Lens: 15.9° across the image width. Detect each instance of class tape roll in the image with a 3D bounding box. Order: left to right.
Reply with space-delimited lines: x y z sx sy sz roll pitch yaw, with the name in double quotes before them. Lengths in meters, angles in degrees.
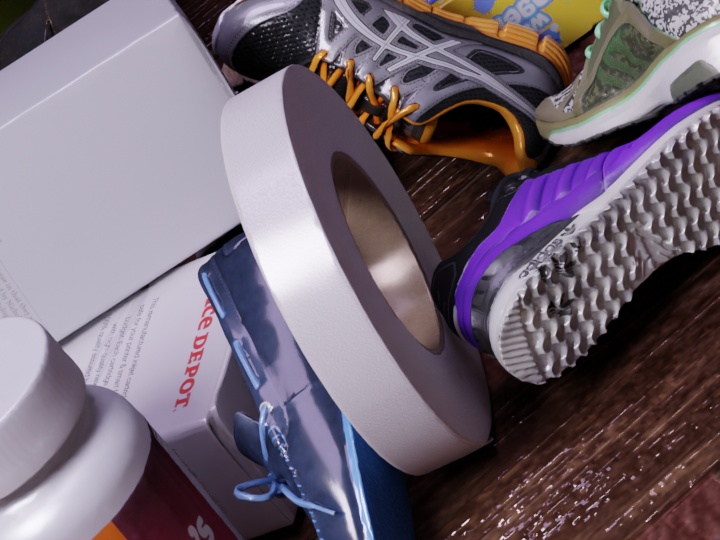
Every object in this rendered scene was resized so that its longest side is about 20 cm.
"tape roll" 0.000 0.000 1.214 0.037 0.203 0.203 -27 32 13

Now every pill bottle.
"pill bottle" -0.123 0.123 1.168 0.109 0.200 0.110 -26 32 17

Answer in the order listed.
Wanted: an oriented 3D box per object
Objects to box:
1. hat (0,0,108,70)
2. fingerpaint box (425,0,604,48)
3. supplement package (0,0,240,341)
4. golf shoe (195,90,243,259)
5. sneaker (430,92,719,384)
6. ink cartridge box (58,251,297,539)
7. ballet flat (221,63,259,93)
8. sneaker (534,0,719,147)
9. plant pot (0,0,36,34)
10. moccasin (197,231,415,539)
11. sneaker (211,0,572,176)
"hat" -0.166 -0.092 1.606 0.200 0.080 0.202 -25 58 47
"fingerpaint box" 0.084 -0.189 1.510 0.199 0.074 0.167 -35 30 4
"supplement package" -0.156 -0.049 1.368 0.199 0.118 0.117 -32 20 0
"golf shoe" -0.077 -0.048 1.485 0.097 0.078 0.200 -51 32 -13
"sneaker" 0.113 -0.032 1.244 0.200 0.070 0.099 -36 32 -21
"ink cartridge box" -0.122 0.083 1.335 0.199 0.084 0.146 -20 34 27
"ballet flat" -0.039 -0.127 1.513 0.200 0.068 0.068 -164 84 -67
"sneaker" 0.148 -0.121 1.294 0.076 0.089 0.200 -14 -6 -31
"plant pot" -0.213 -0.196 1.748 0.186 0.188 0.200 -22 16 22
"moccasin" -0.026 0.073 1.219 0.068 0.080 0.201 -23 59 12
"sneaker" 0.017 -0.103 1.384 0.198 0.078 0.078 11 54 -4
